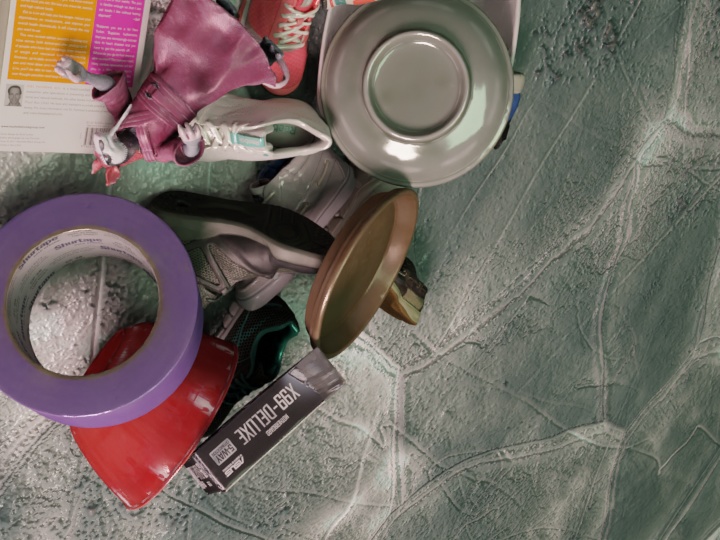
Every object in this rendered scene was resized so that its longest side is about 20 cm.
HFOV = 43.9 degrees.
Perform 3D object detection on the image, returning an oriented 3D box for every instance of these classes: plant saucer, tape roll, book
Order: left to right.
[{"bbox_3d":[-0.252,-0.203,0.785,0.133,0.048,0.202,-4,117,-43],"label":"book"},{"bbox_3d":[-0.245,0.038,0.814,0.199,0.200,0.085,-38,172,-16],"label":"tape roll"},{"bbox_3d":[0.000,0.000,0.942,0.201,0.029,0.201,-52,160,-27],"label":"plant saucer"},{"bbox_3d":[0.056,-0.183,0.894,0.198,0.050,0.203,1,98,5],"label":"plant saucer"}]

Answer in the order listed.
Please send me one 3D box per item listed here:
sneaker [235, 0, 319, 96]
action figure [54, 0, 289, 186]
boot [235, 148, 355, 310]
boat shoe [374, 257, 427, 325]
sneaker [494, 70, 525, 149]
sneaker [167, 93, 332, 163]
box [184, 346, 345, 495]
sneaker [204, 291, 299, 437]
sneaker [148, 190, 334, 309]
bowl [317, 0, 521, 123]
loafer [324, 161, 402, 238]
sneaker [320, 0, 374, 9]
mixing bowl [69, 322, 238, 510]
[{"bbox_3d":[-0.073,-0.261,0.868,0.073,0.087,0.202,-16,124,-31],"label":"sneaker"},{"bbox_3d":[-0.175,-0.161,0.811,0.200,0.134,0.149,-46,178,6],"label":"action figure"},{"bbox_3d":[-0.096,-0.060,0.990,0.095,0.073,0.201,41,81,-36],"label":"boot"},{"bbox_3d":[0.036,0.008,1.123,0.065,0.073,0.200,-64,156,-12],"label":"boat shoe"},{"bbox_3d":[0.108,-0.189,1.068,0.198,0.077,0.112,-6,116,-37],"label":"sneaker"},{"bbox_3d":[-0.123,-0.137,0.881,0.198,0.089,0.076,-7,115,-20],"label":"sneaker"},{"bbox_3d":[-0.107,0.162,0.939,0.157,0.050,0.200,-40,178,-21],"label":"box"},{"bbox_3d":[-0.139,0.112,1.027,0.077,0.091,0.201,23,99,-44],"label":"sneaker"},{"bbox_3d":[-0.123,-0.010,0.936,0.197,0.077,0.115,9,124,-2],"label":"sneaker"},{"bbox_3d":[0.061,-0.233,0.947,0.197,0.075,0.202,11,97,3],"label":"bowl"},{"bbox_3d":[0.014,-0.095,1.054,0.200,0.070,0.070,-48,145,6],"label":"loafer"},{"bbox_3d":[0.014,-0.317,0.843,0.092,0.201,0.071,1,140,9],"label":"sneaker"},{"bbox_3d":[-0.226,0.128,0.918,0.108,0.200,0.201,37,88,-18],"label":"mixing bowl"}]
